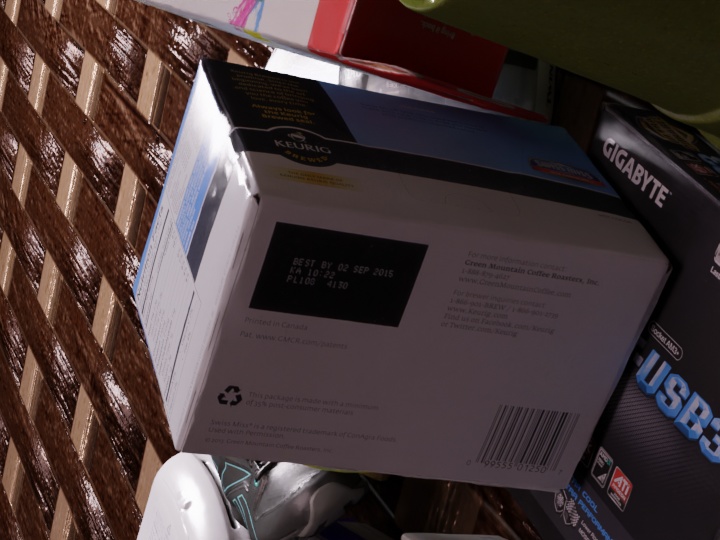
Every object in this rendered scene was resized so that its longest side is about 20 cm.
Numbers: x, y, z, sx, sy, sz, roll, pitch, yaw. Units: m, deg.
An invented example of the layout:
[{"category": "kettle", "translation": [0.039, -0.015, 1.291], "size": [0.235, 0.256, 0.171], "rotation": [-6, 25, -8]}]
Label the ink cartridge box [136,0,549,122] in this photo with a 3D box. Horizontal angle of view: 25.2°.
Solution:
[{"category": "ink cartridge box", "translation": [-0.004, -0.133, 0.781], "size": [0.199, 0.116, 0.068], "rotation": [22, 98, 41]}]

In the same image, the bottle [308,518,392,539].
[{"category": "bottle", "translation": [-0.012, 0.198, 0.997], "size": [0.200, 0.065, 0.084], "rotation": [-169, 87, -65]}]

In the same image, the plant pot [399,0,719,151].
[{"category": "plant pot", "translation": [0.114, -0.154, 0.679], "size": [0.200, 0.188, 0.202], "rotation": [-22, 65, 62]}]

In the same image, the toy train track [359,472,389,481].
[{"category": "toy train track", "translation": [0.036, 0.027, 0.975], "size": [0.114, 0.032, 0.202], "rotation": [19, 96, 26]}]

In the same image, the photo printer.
[{"category": "photo printer", "translation": [-0.132, 0.255, 1.256], "size": [0.167, 0.069, 0.202], "rotation": [-125, 47, -56]}]

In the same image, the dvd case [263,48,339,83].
[{"category": "dvd case", "translation": [-0.003, -0.167, 1.032], "size": [0.142, 0.017, 0.201], "rotation": [13, 74, 60]}]

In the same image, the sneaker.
[{"category": "sneaker", "translation": [-0.057, 0.121, 0.984], "size": [0.080, 0.075, 0.200], "rotation": [59, 162, -7]}]

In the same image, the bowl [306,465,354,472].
[{"category": "bowl", "translation": [0.000, 0.000, 0.903], "size": [0.108, 0.198, 0.202], "rotation": [-110, 34, -63]}]

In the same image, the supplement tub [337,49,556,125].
[{"category": "supplement tub", "translation": [0.053, -0.175, 0.896], "size": [0.122, 0.121, 0.202], "rotation": [177, 98, -65]}]

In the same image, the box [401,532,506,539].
[{"category": "box", "translation": [0.054, 0.246, 0.855], "size": [0.082, 0.068, 0.202], "rotation": [-174, 90, -65]}]

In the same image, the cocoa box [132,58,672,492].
[{"category": "cocoa box", "translation": [0.012, 0.003, 0.739], "size": [0.132, 0.198, 0.134], "rotation": [-117, 41, -54]}]

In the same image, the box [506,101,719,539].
[{"category": "box", "translation": [0.139, 0.052, 0.746], "size": [0.200, 0.049, 0.200], "rotation": [-125, 46, -54]}]
